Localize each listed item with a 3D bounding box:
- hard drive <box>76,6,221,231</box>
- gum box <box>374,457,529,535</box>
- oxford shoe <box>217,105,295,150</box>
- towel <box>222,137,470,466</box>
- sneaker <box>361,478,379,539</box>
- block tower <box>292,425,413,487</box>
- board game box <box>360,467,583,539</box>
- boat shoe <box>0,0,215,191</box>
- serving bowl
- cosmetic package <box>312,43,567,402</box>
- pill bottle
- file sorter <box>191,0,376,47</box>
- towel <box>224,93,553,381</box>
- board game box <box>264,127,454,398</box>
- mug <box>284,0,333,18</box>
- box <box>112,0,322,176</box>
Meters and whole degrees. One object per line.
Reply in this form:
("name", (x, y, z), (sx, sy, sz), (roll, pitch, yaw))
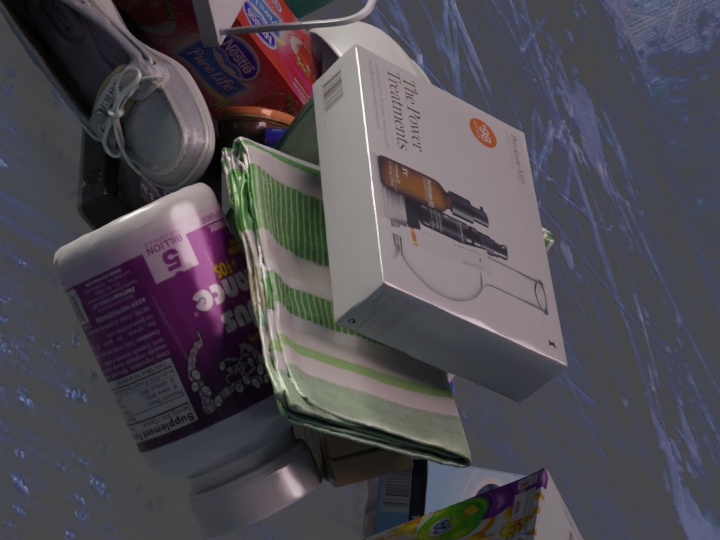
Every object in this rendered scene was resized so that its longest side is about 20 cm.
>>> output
("hard drive", (-0.144, -0.075, 1.356), (0.140, 0.033, 0.201), (50, 24, -39))
("gum box", (0.075, 0.232, 1.434), (0.199, 0.044, 0.172), (16, 76, -56))
("oxford shoe", (-0.065, -0.059, 1.447), (0.200, 0.071, 0.074), (62, 32, -63))
("towel", (-0.008, 0.018, 1.183), (0.152, 0.023, 0.201), (18, 44, -38))
("sneaker", (0.049, 0.181, 1.533), (0.112, 0.077, 0.201), (55, 32, -40))
("block tower", (-0.022, 0.097, 1.279), (0.200, 0.057, 0.055), (-171, -109, -72))
("board game box", (0.050, 0.228, 1.256), (0.105, 0.199, 0.103), (61, 19, -15))
("boat shoe", (-0.169, -0.128, 1.245), (0.065, 0.075, 0.202), (0, 46, -55))
("serving bowl", (0.030, -0.119, 1.570), (0.201, 0.065, 0.200), (61, -8, 14))
("cosmetic package", (0.048, -0.031, 1.217), (0.150, 0.052, 0.201), (26, 41, -33))
("pill bottle", (-0.101, 0.057, 1.191), (0.201, 0.112, 0.112), (65, 19, -3))
("file sorter", (-0.056, -0.277, 1.320), (0.139, 0.123, 0.201), (-69, 153, -52))
("towel", (0.015, -0.020, 1.333), (0.199, 0.153, 0.023), (34, 10, -13))
("board game box", (0.000, 0.000, 1.376), (0.045, 0.133, 0.202), (-95, -175, -74))
("mug", (-0.087, -0.287, 1.641), (0.185, 0.114, 0.153), (2, 66, -69))
("box", (-0.115, -0.182, 1.464), (0.200, 0.095, 0.100), (51, 25, -38))
